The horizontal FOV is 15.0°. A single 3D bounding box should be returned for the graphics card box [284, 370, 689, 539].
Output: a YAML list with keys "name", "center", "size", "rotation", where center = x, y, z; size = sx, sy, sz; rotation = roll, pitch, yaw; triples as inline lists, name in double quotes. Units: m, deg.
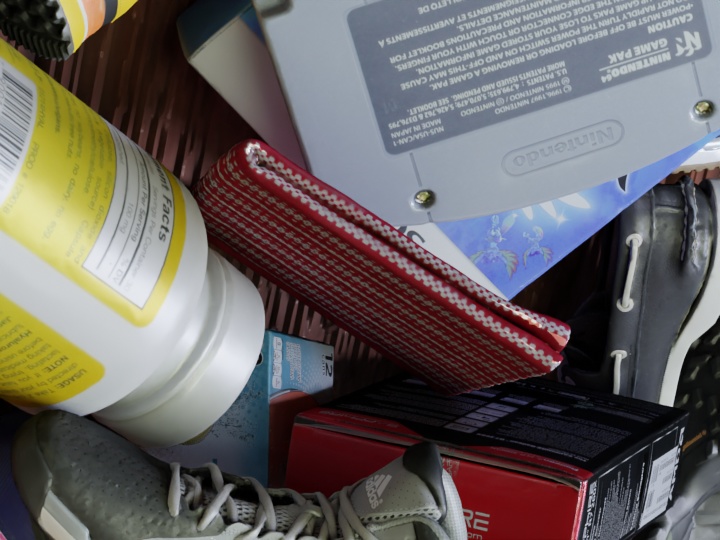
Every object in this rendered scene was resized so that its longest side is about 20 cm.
- name: "graphics card box"
  center: [0.058, 0.082, 1.162]
  size: [0.200, 0.125, 0.051]
  rotation: [-19, 118, -71]

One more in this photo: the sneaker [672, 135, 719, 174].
- name: "sneaker"
  center: [0.123, -0.102, 1.202]
  size: [0.199, 0.070, 0.109]
  rotation: [-11, 122, -27]

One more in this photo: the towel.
- name: "towel"
  center: [0.000, 0.000, 1.063]
  size: [0.144, 0.200, 0.023]
  rotation: [33, 81, -6]

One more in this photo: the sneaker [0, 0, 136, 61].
- name: "sneaker"
  center: [-0.117, -0.180, 0.998]
  size: [0.090, 0.070, 0.201]
  rotation: [-39, 133, -31]

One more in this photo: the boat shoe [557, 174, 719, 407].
- name: "boat shoe"
  center: [0.121, 0.033, 1.268]
  size: [0.060, 0.074, 0.201]
  rotation: [6, 139, -10]

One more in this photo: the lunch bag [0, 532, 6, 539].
- name: "lunch bag"
  center: [-0.214, 0.139, 1.011]
  size: [0.082, 0.200, 0.177]
  rotation: [28, 100, -40]

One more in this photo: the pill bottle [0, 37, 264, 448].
- name: "pill bottle"
  center: [-0.129, -0.012, 1.041]
  size: [0.111, 0.111, 0.200]
  rotation: [-51, 129, 0]

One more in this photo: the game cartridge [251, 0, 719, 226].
- name: "game cartridge"
  center: [0.065, -0.092, 1.068]
  size: [0.199, 0.042, 0.134]
  rotation: [-17, 124, 0]

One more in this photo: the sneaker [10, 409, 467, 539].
- name: "sneaker"
  center: [-0.027, 0.089, 1.038]
  size: [0.200, 0.075, 0.115]
  rotation: [36, 116, -22]

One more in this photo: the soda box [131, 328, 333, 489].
- name: "soda box"
  center: [-0.054, 0.126, 1.137]
  size: [0.063, 0.068, 0.202]
  rotation: [15, 75, -64]

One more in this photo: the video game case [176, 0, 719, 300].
- name: "video game case"
  center: [0.058, -0.096, 1.112]
  size: [0.200, 0.046, 0.181]
  rotation: [-39, 119, 12]

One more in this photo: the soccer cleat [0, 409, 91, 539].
- name: "soccer cleat"
  center: [-0.133, 0.157, 1.107]
  size: [0.064, 0.083, 0.202]
  rotation: [6, 83, -46]

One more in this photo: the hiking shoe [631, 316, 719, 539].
- name: "hiking shoe"
  center: [0.189, 0.088, 1.365]
  size: [0.200, 0.076, 0.100]
  rotation: [-50, 141, 11]
